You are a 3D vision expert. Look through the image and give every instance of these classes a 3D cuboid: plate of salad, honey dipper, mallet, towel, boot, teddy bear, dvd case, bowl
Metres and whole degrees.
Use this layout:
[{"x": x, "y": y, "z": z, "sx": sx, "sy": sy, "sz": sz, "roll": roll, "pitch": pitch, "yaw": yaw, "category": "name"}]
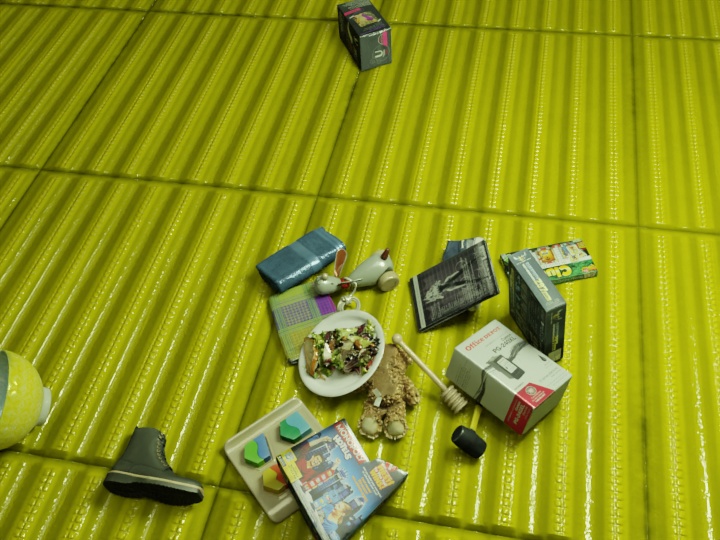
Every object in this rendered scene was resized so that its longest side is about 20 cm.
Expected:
[{"x": -0.045, "y": 0.163, "z": 1.605, "sx": 0.198, "sy": 0.048, "sz": 0.202, "roll": -16, "pitch": 50, "yaw": 19, "category": "plate of salad"}, {"x": 0.135, "y": 0.202, "z": 1.568, "sx": 0.038, "sy": 0.038, "sz": 0.200, "roll": -38, "pitch": 79, "yaw": -25, "category": "honey dipper"}, {"x": 0.239, "y": 0.282, "z": 1.539, "sx": 0.066, "sy": 0.041, "sz": 0.200, "roll": 42, "pitch": 44, "yaw": -5, "category": "mallet"}, {"x": -0.119, "y": 0.113, "z": 1.727, "sx": 0.142, "sy": 0.023, "sz": 0.201, "roll": -18, "pitch": 50, "yaw": -9, "category": "towel"}, {"x": 0.230, "y": 0.010, "z": 1.760, "sx": 0.089, "sy": 0.073, "sz": 0.201, "roll": -4, "pitch": 45, "yaw": 21, "category": "boot"}, {"x": -0.380, "y": 0.368, "z": 1.504, "sx": 0.198, "sy": 0.078, "sz": 0.139, "roll": 8, "pitch": 46, "yaw": 11, "category": "boot"}, {"x": 0.051, "y": 0.248, "z": 1.576, "sx": 0.144, "sy": 0.067, "sz": 0.201, "roll": -17, "pitch": 55, "yaw": 5, "category": "teddy bear"}, {"x": 0.202, "y": 0.034, "z": 1.703, "sx": 0.199, "sy": 0.016, "sz": 0.150, "roll": -28, "pitch": 45, "yaw": 22, "category": "dvd case"}, {"x": -0.137, "y": -0.023, "z": 1.822, "sx": 0.199, "sy": 0.049, "sz": 0.111, "roll": -32, "pitch": 45, "yaw": -23, "category": "towel"}, {"x": -0.694, "y": 0.269, "z": 1.579, "sx": 0.107, "sy": 0.200, "sz": 0.201, "roll": 17, "pitch": 37, "yaw": -37, "category": "bowl"}]

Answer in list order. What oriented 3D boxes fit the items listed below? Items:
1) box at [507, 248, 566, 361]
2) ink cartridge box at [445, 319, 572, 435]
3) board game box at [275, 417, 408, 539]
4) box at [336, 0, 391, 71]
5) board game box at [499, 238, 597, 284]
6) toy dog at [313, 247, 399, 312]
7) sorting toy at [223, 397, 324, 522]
[{"x": 0.359, "y": 0.077, "z": 1.593, "sx": 0.051, "sy": 0.201, "sz": 0.158, "roll": -22, "pitch": 50, "yaw": -7, "category": "box"}, {"x": 0.290, "y": 0.206, "z": 1.540, "sx": 0.199, "sy": 0.084, "sz": 0.145, "roll": 37, "pitch": 44, "yaw": 28, "category": "ink cartridge box"}, {"x": -0.024, "y": 0.388, "z": 1.436, "sx": 0.198, "sy": 0.062, "sz": 0.201, "roll": -25, "pitch": 66, "yaw": -21, "category": "board game box"}, {"x": 0.013, "y": -0.718, "z": 2.358, "sx": 0.105, "sy": 0.123, "sz": 0.201, "roll": -18, "pitch": 50, "yaw": -11, "category": "box"}, {"x": 0.429, "y": -0.012, "z": 1.781, "sx": 0.198, "sy": 0.024, "sz": 0.105, "roll": -12, "pitch": 52, "yaw": -4, "category": "board game box"}, {"x": 0.000, "y": 0.000, "z": 1.750, "sx": 0.199, "sy": 0.097, "sz": 0.132, "roll": -31, "pitch": 57, "yaw": -30, "category": "toy dog"}, {"x": -0.144, "y": 0.358, "z": 1.510, "sx": 0.184, "sy": 0.037, "sz": 0.200, "roll": -31, "pitch": 54, "yaw": -20, "category": "sorting toy"}]
